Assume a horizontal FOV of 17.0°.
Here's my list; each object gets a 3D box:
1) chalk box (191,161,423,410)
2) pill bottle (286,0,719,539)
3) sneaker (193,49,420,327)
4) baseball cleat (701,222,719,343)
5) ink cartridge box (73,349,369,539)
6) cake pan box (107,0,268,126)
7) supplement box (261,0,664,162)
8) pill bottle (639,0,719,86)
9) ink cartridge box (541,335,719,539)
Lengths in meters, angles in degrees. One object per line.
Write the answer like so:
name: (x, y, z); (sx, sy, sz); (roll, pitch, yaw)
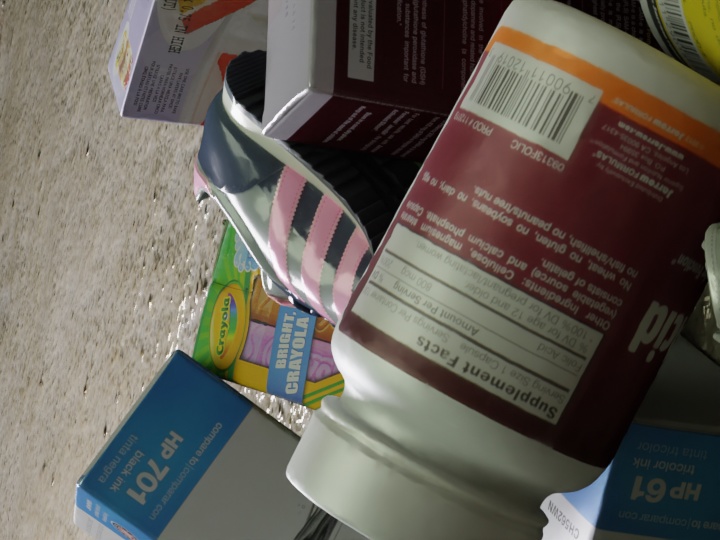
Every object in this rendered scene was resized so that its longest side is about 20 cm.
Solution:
chalk box: (0.009, 0.011, 1.141); (0.200, 0.125, 0.124); (14, 88, 51)
pill bottle: (0.061, 0.010, 0.890); (0.200, 0.114, 0.114); (-62, 20, 4)
sneaker: (0.000, 0.000, 1.019); (0.200, 0.070, 0.082); (53, 136, 24)
baseball cleat: (0.175, 0.004, 0.783); (0.200, 0.106, 0.070); (150, 112, -74)
ink cartridge box: (-0.035, 0.138, 1.166); (0.086, 0.200, 0.146); (-53, -3, -15)
cake pan box: (-0.029, -0.164, 1.357); (0.052, 0.184, 0.200); (-107, 30, -43)
supplement box: (0.063, -0.099, 1.014); (0.061, 0.200, 0.109); (142, 134, -63)
pill bottle: (0.178, -0.098, 0.806); (0.200, 0.111, 0.111); (-143, 62, -69)
ink cartridge box: (0.096, 0.133, 1.006); (0.145, 0.085, 0.200); (-133, 52, -66)
